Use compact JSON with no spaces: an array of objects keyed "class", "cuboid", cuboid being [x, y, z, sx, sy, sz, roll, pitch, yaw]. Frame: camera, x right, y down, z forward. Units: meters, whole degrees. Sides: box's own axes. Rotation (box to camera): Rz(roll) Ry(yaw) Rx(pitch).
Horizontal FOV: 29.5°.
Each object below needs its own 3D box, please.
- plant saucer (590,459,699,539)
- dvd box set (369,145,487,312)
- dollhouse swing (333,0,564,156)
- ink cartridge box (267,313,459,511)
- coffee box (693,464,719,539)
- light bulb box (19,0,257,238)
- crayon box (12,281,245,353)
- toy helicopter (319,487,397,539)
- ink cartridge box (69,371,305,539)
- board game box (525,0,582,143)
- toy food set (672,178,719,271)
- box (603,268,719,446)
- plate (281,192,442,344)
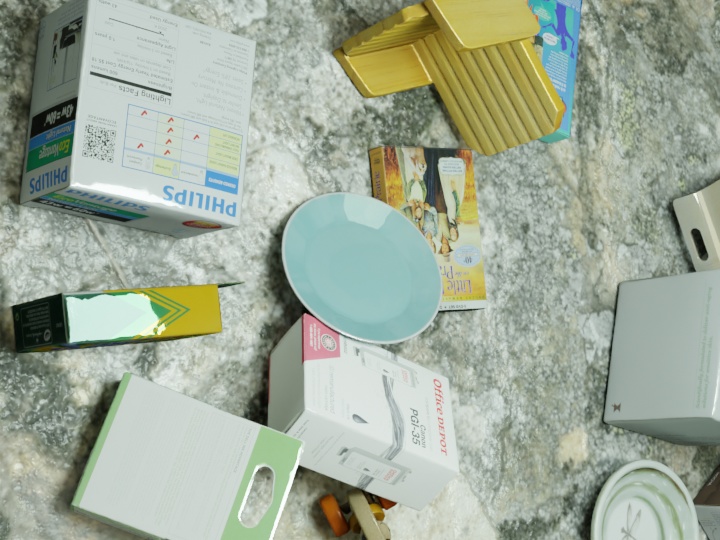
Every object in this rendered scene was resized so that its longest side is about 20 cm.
[{"class":"plant saucer","cuboid":[0.361,0.349,1.789,0.199,0.050,0.202,6,80,-35]},{"class":"dvd box set","cuboid":[0.083,-0.049,1.659,0.145,0.029,0.202,-1,83,-36]},{"class":"dollhouse swing","cuboid":[0.106,-0.214,1.591,0.181,0.199,0.177,-18,92,-36]},{"class":"ink cartridge box","cuboid":[0.003,0.155,1.488,0.199,0.083,0.147,25,36,-23]},{"class":"coffee box","cuboid":[0.560,0.369,1.912,0.113,0.080,0.201,-42,108,-32]},{"class":"light bulb box","cuboid":[-0.224,-0.152,1.391,0.197,0.124,0.202,12,77,-35]},{"class":"crayon box","cuboid":[-0.227,0.047,1.358,0.199,0.125,0.052,-4,86,-36]},{"class":"toy helicopter","cuboid":[0.035,0.328,1.517,0.078,0.132,0.201,-28,120,-7]},{"class":"ink cartridge box","cuboid":[-0.173,0.205,1.376,0.199,0.048,0.146,22,68,-6]},{"class":"board game box","cuboid":[0.215,-0.284,1.781,0.151,0.045,0.202,17,73,-34]},{"class":"toy food set","cuboid":[0.531,-0.066,1.979,0.199,0.060,0.145,-27,98,-44]},{"class":"box","cuboid":[0.453,0.119,1.798,0.170,0.199,0.201,18,74,-30]},{"class":"plate","cuboid":[0.000,0.000,1.551,0.199,0.026,0.201,13,53,-18]}]
